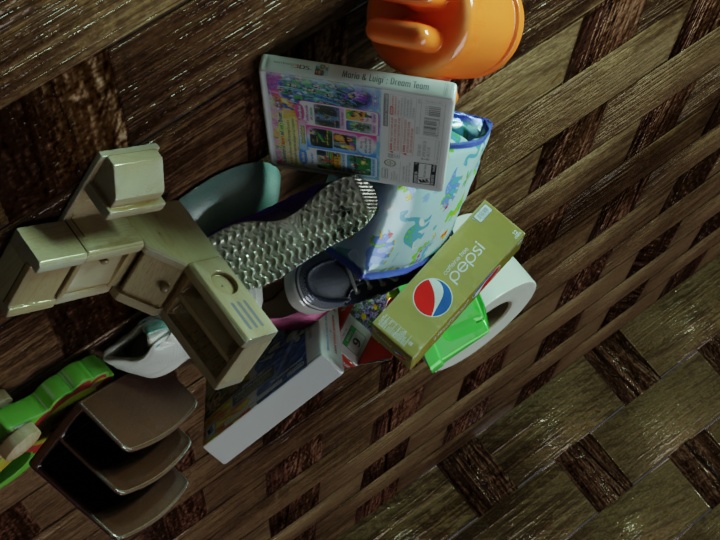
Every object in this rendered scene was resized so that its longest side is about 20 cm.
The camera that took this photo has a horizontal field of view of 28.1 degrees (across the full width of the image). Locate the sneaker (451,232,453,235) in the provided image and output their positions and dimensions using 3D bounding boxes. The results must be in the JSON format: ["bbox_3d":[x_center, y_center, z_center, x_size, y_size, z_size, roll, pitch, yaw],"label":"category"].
[{"bbox_3d":[0.036,-0.033,1.854,0.200,0.077,0.078,-30,163,-21],"label":"sneaker"}]

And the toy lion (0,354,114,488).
[{"bbox_3d":[-0.366,0.177,1.600,0.200,0.069,0.192,-49,168,30],"label":"toy lion"}]

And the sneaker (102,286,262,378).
[{"bbox_3d":[-0.198,0.063,1.591,0.200,0.075,0.088,-33,158,22],"label":"sneaker"}]

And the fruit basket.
[{"bbox_3d":[0.059,0.050,1.925,0.215,0.156,0.216,-21,-172,3],"label":"fruit basket"}]

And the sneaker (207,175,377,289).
[{"bbox_3d":[-0.081,-0.037,1.491,0.200,0.070,0.100,-23,-171,-8],"label":"sneaker"}]

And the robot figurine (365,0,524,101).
[{"bbox_3d":[0.082,-0.238,1.369,0.117,0.144,0.200,-30,169,31],"label":"robot figurine"}]

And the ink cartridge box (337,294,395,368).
[{"bbox_3d":[-0.020,0.067,1.809,0.200,0.050,0.109,-13,-138,50],"label":"ink cartridge box"}]

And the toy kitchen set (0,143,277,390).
[{"bbox_3d":[-0.190,0.005,1.311,0.200,0.181,0.163,-15,149,-49],"label":"toy kitchen set"}]

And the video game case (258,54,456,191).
[{"bbox_3d":[-0.003,-0.139,1.395,0.200,0.182,0.024,90,10,-69],"label":"video game case"}]

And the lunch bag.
[{"bbox_3d":[0.055,-0.094,1.606,0.200,0.127,0.170,-7,127,-47],"label":"lunch bag"}]

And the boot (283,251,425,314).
[{"bbox_3d":[0.000,0.000,1.663,0.090,0.073,0.200,-16,-179,34],"label":"boot"}]

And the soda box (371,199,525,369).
[{"bbox_3d":[0.100,0.017,1.660,0.200,0.064,0.068,-47,170,-11],"label":"soda box"}]

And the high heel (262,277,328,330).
[{"bbox_3d":[-0.107,0.030,1.687,0.200,0.067,0.096,-26,146,-11],"label":"high heel"}]

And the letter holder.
[{"bbox_3d":[-0.252,0.203,1.634,0.101,0.142,0.200,-50,174,19],"label":"letter holder"}]

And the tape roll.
[{"bbox_3d":[0.140,0.032,2.123,0.202,0.139,0.203,-35,163,-12],"label":"tape roll"}]

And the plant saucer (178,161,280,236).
[{"bbox_3d":[-0.155,-0.032,1.527,0.201,0.039,0.201,-36,163,-13],"label":"plant saucer"}]

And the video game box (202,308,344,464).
[{"bbox_3d":[-0.109,0.117,1.773,0.200,0.047,0.182,-39,-155,18],"label":"video game box"}]
